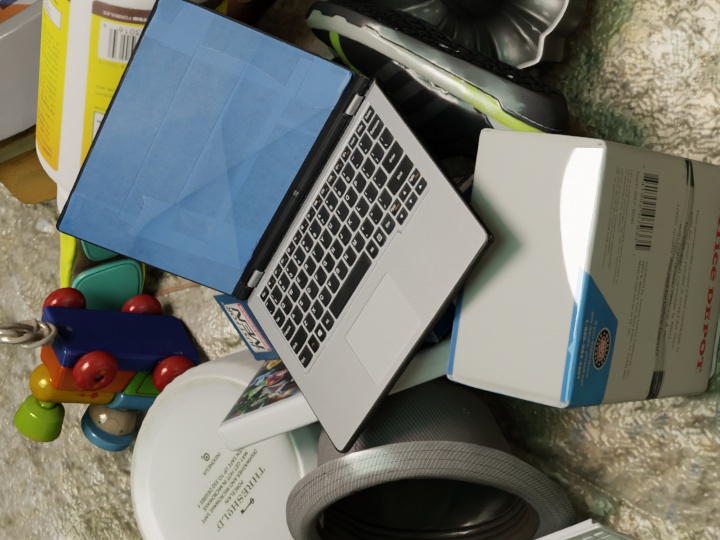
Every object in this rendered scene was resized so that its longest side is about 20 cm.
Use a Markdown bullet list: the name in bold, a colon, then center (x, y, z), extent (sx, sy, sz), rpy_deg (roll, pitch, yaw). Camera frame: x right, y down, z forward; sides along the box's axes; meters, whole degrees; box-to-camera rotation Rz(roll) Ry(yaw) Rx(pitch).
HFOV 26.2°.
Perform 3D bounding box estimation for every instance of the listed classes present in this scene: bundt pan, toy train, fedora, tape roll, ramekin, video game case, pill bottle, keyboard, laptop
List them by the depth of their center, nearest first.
- **laptop**: center (-0.057, -0.021, 0.885), extent (0.201, 0.115, 0.188), rpy_deg (56, 132, 28)
- **pill bottle**: center (-0.142, -0.116, 0.947), extent (0.109, 0.109, 0.201), rpy_deg (39, 136, 27)
- **fedora**: center (0.042, 0.134, 1.014), extent (0.176, 0.199, 0.091), rpy_deg (-32, 47, 34)
- **video game case**: center (0.018, 0.036, 1.022), extent (0.199, 0.182, 0.023), rpy_deg (-22, 108, 30)
- **keyboard**: center (0.089, 0.208, 1.035), extent (0.199, 0.056, 0.011), rpy_deg (-27, 50, 29)
- **bundt pan**: center (0.071, -0.200, 1.043), extent (0.200, 0.076, 0.204), rpy_deg (0, 89, 34)
- **ramekin**: center (-0.078, 0.152, 1.121), extent (0.201, 0.094, 0.204), rpy_deg (-1, 88, 33)
- **tape roll**: center (-0.236, -0.170, 1.138), extent (0.199, 0.201, 0.066), rpy_deg (-16, 117, 32)
- **toy train**: center (-0.230, 0.081, 1.160), extent (0.116, 0.199, 0.085), rpy_deg (-57, 48, 27)
- **fedora**: center (-0.232, -0.113, 1.208), extent (0.199, 0.201, 0.082), rpy_deg (-16, 117, 31)

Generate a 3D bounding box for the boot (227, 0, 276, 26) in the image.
- **boot**: center (-0.110, -0.143, 1.104), extent (0.188, 0.068, 0.202), rpy_deg (4, 74, 58)

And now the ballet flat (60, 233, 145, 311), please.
- **ballet flat**: center (-0.202, -0.024, 1.188), extent (0.201, 0.066, 0.067), rpy_deg (102, 148, -53)

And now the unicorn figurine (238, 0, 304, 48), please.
- **unicorn figurine**: center (-0.107, -0.158, 1.015), extent (0.137, 0.073, 0.202), rpy_deg (-14, 87, 48)

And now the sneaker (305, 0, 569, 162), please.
- **sneaker**: center (0.037, -0.106, 0.977), extent (0.199, 0.072, 0.083), rpy_deg (31, 112, 26)

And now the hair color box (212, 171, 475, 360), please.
- **hair color box**: center (0.000, 0.000, 1.002), extent (0.199, 0.100, 0.061), rpy_deg (-11, 119, 53)

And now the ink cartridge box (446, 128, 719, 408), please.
- **ink cartridge box**: center (0.144, 0.000, 0.920), extent (0.084, 0.199, 0.146), rpy_deg (10, 94, 34)

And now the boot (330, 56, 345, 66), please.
- **boot**: center (-0.026, -0.065, 1.100), extent (0.132, 0.070, 0.200), rpy_deg (49, 159, -13)
